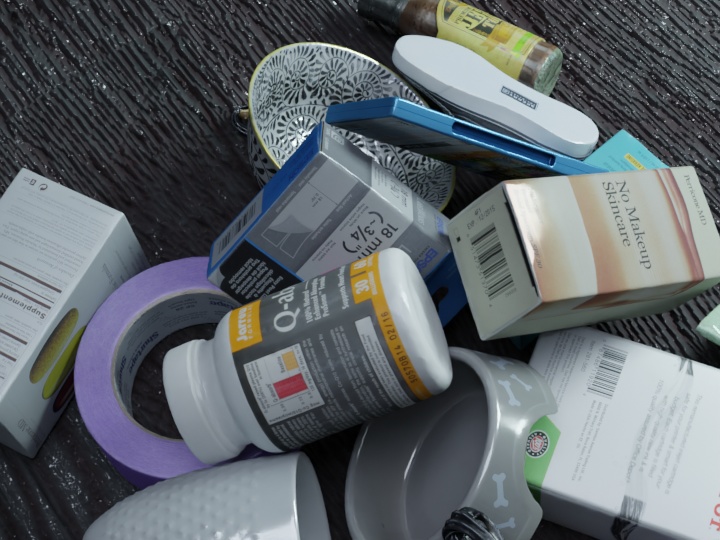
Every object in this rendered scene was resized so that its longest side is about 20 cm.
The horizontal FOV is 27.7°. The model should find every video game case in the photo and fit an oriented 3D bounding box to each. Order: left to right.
[{"bbox_3d":[0.086,-0.103,1.202,0.199,0.143,0.018,16,86,-22],"label":"video game case"}]

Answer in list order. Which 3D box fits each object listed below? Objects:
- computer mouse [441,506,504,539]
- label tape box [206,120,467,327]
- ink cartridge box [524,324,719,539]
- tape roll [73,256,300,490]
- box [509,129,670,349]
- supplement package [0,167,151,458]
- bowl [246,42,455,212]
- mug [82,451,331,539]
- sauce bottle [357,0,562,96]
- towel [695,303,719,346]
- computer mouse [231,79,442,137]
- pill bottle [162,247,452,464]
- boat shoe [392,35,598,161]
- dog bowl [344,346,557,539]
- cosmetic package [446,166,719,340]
[{"bbox_3d":[0.059,0.279,1.017,0.200,0.053,0.139,-48,57,10],"label":"computer mouse"},{"bbox_3d":[0.000,0.000,1.165,0.144,0.200,0.063,-47,19,20],"label":"label tape box"},{"bbox_3d":[0.218,0.141,1.155,0.199,0.084,0.147,19,67,15],"label":"ink cartridge box"},{"bbox_3d":[-0.136,0.091,1.228,0.199,0.066,0.201,-2,62,4],"label":"tape roll"},{"bbox_3d":[0.183,-0.029,1.264,0.200,0.049,0.082,-39,66,-14],"label":"box"},{"bbox_3d":[-0.284,0.037,1.243,0.109,0.114,0.200,23,69,17],"label":"supplement package"},{"bbox_3d":[-0.026,-0.093,1.275,0.200,0.094,0.201,18,48,-22],"label":"bowl"},{"bbox_3d":[-0.114,0.249,1.103,0.174,0.148,0.201,-11,68,6],"label":"mug"},{"bbox_3d":[0.089,-0.218,1.361,0.199,0.065,0.065,27,69,17],"label":"sauce bottle"},{"bbox_3d":[0.386,0.070,1.168,0.200,0.023,0.152,35,39,21],"label":"towel"},{"bbox_3d":[-0.023,-0.149,1.355,0.199,0.034,0.059,-5,64,4],"label":"computer mouse"},{"bbox_3d":[-0.040,0.069,1.099,0.199,0.116,0.117,-21,62,10],"label":"pill bottle"},{"bbox_3d":[0.112,-0.141,1.307,0.199,0.068,0.072,27,39,2],"label":"boat shoe"},{"bbox_3d":[0.063,0.150,1.118,0.059,0.200,0.201,27,61,-29],"label":"dog bowl"},{"bbox_3d":[0.180,-0.016,1.141,0.199,0.087,0.104,-8,73,-34],"label":"cosmetic package"}]
